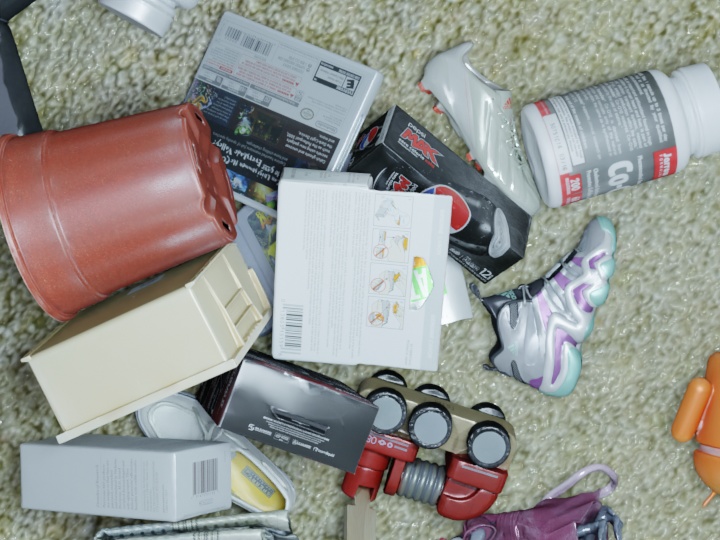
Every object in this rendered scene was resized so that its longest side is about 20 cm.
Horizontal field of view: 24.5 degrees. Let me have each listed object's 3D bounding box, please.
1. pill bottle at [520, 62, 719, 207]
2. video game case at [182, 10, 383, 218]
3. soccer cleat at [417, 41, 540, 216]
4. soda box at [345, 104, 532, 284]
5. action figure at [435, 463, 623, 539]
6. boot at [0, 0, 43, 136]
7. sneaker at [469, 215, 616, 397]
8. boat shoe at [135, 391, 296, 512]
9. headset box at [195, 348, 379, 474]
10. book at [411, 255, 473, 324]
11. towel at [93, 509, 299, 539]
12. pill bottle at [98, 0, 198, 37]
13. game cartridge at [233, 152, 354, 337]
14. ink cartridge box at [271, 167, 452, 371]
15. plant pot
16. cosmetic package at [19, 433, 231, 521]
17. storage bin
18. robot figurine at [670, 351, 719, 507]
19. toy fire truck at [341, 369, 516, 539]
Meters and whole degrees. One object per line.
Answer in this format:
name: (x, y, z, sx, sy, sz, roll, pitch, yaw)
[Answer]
pill bottle: (0.279, -0.146, 1.747, 0.199, 0.114, 0.114, -16, 91, -1)
video game case: (-0.097, -0.158, 1.741, 0.200, 0.023, 0.182, 25, 90, 23)
soccer cleat: (0.141, -0.150, 1.763, 0.078, 0.069, 0.200, -35, 88, 13)
soda box: (0.083, -0.077, 1.715, 0.200, 0.071, 0.063, 37, 132, -19)
action figure: (0.168, 0.273, 1.755, 0.200, 0.134, 0.149, -9, 54, 23)
boot: (-0.365, -0.222, 1.748, 0.164, 0.066, 0.201, -13, 88, 6)
sneaker: (0.186, 0.024, 1.764, 0.140, 0.078, 0.200, 17, 90, -3)
boat shoe: (-0.155, 0.198, 1.750, 0.202, 0.086, 0.075, 40, 89, -2)
headset box: (-0.076, 0.136, 1.684, 0.149, 0.200, 0.077, 20, 91, -14)
book: (0.035, -0.031, 1.779, 0.133, 0.048, 0.201, -14, 88, -3)
towel: (-0.160, 0.298, 1.705, 0.199, 0.193, 0.035, -7, 62, -2)
pill bottle: (-0.195, -0.350, 1.732, 0.109, 0.109, 0.200, 28, 90, -2)
game cartridge: (-0.055, -0.035, 1.744, 0.200, 0.041, 0.133, -31, 77, 15)
ink cartridge box: (0.000, 0.000, 1.684, 0.173, 0.044, 0.200, 5, 113, 2)
plant pot: (-0.239, -0.072, 1.672, 0.195, 0.201, 0.201, -17, 91, 8)
cosmetic package: (-0.241, 0.210, 1.697, 0.200, 0.101, 0.071, 0, 91, 31)
storage bin: (-0.210, 0.065, 1.673, 0.200, 0.199, 0.094, -25, 99, 14)
robot figurine: (0.414, 0.158, 1.755, 0.144, 0.116, 0.201, 8, 91, -46)
toy fire truck: (0.056, 0.231, 1.750, 0.176, 0.129, 0.200, 18, 102, -2)
